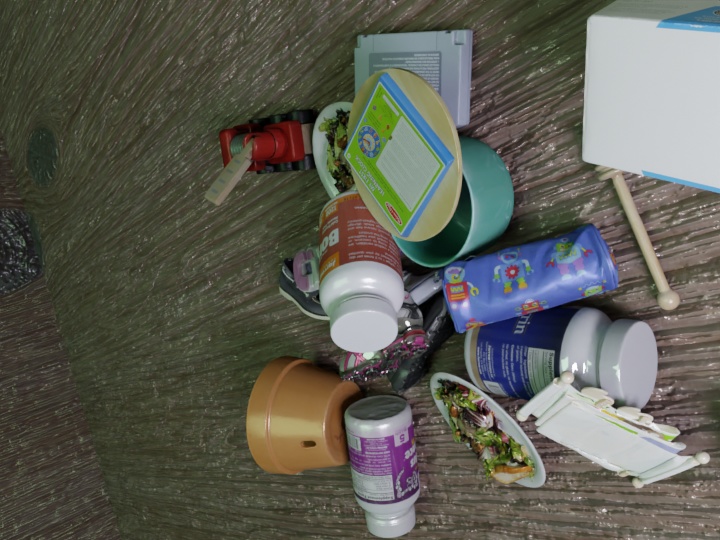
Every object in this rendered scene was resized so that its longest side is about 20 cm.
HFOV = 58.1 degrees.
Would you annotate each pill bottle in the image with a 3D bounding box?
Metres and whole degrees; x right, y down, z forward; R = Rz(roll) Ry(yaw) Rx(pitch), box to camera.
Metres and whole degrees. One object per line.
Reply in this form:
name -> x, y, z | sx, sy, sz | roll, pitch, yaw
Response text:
pill bottle -> 0.000, 0.000, 0.849 | 0.203, 0.110, 0.113 | -93, 27, -42
pill bottle -> 0.039, 0.316, 1.044 | 0.111, 0.111, 0.204 | 5, 106, 47
pill bottle -> 0.229, 0.099, 0.757 | 0.198, 0.115, 0.118 | 2, 104, 47

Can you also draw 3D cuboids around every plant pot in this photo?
plant pot -> -0.081, 0.253, 1.116 | 0.138, 0.199, 0.204 | 0, 103, 30

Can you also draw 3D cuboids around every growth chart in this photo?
growth chart -> 0.271, 0.178, 0.706 | 0.198, 0.018, 0.145 | 29, 146, -5

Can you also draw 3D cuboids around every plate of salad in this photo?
plate of salad -> -0.009, -0.147, 0.960 | 0.199, 0.048, 0.203 | 33, 140, 32
plate of salad -> 0.161, 0.222, 0.875 | 0.200, 0.048, 0.201 | 42, 158, 21

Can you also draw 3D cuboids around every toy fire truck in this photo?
toy fire truck -> -0.184, -0.186, 1.066 | 0.174, 0.198, 0.131 | 5, 106, 47

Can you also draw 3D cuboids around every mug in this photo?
mug -> 0.116, -0.107, 0.819 | 0.150, 0.113, 0.189 | 5, 105, 48

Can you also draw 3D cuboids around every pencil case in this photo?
pencil case -> 0.187, 0.007, 0.739 | 0.197, 0.078, 0.088 | -17, 59, 16

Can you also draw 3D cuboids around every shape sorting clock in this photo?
shape sorting clock -> 0.049, -0.134, 0.768 | 0.198, 0.039, 0.204 | 24, 122, 45

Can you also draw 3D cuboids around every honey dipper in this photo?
honey dipper -> 0.294, -0.052, 0.697 | 0.038, 0.038, 0.203 | -23, 87, 49

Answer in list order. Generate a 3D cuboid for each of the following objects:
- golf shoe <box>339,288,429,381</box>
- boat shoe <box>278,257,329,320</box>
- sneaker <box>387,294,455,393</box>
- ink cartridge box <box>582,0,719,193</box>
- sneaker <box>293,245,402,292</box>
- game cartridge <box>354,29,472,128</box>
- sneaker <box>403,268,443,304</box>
golf shoe -> 0.028, 0.098, 0.930 | 0.200, 0.071, 0.094 | -42, 53, 48
boat shoe -> -0.080, 0.030, 1.116 | 0.199, 0.072, 0.064 | 24, 123, 47
sneaker -> 0.078, 0.099, 0.959 | 0.080, 0.075, 0.202 | 51, 134, 26
ink cartridge box -> 0.295, -0.177, 0.548 | 0.127, 0.199, 0.127 | 24, 137, 41
sneaker -> -0.011, -0.019, 1.020 | 0.198, 0.088, 0.082 | -17, 77, 36
game cartridge -> 0.069, -0.255, 0.886 | 0.198, 0.040, 0.136 | 18, 112, 44
sneaker -> 0.053, 0.030, 0.965 | 0.199, 0.072, 0.072 | -32, 82, 49
